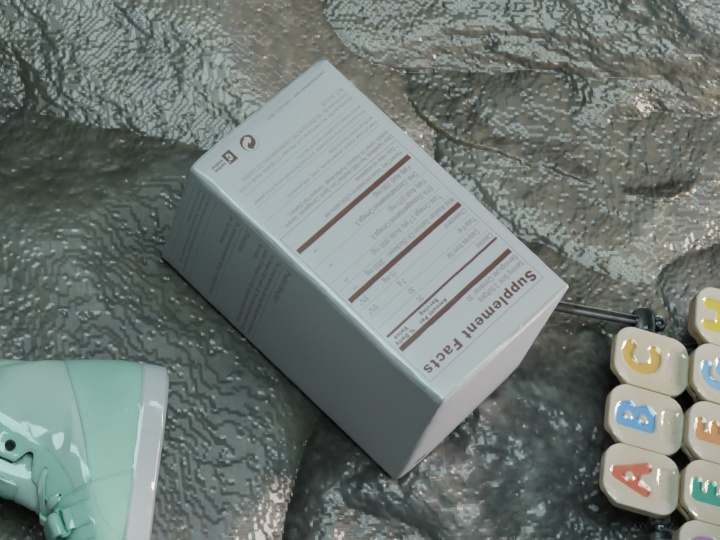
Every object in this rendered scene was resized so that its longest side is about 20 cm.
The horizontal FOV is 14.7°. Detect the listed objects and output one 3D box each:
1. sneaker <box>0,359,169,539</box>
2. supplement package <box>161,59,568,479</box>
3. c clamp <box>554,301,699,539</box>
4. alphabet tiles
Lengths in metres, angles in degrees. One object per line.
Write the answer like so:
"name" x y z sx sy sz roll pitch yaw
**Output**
"sneaker" -0.174 0.142 1.535 0.118 0.074 0.201 7 63 -5
"supplement package" 0.000 0.000 1.623 0.200 0.117 0.117 44 61 9
"c clamp" 0.198 0.111 1.673 0.170 0.027 0.200 2 61 -19
"alphabet tiles" 0.238 0.107 1.665 0.195 0.015 0.200 16 59 -12
